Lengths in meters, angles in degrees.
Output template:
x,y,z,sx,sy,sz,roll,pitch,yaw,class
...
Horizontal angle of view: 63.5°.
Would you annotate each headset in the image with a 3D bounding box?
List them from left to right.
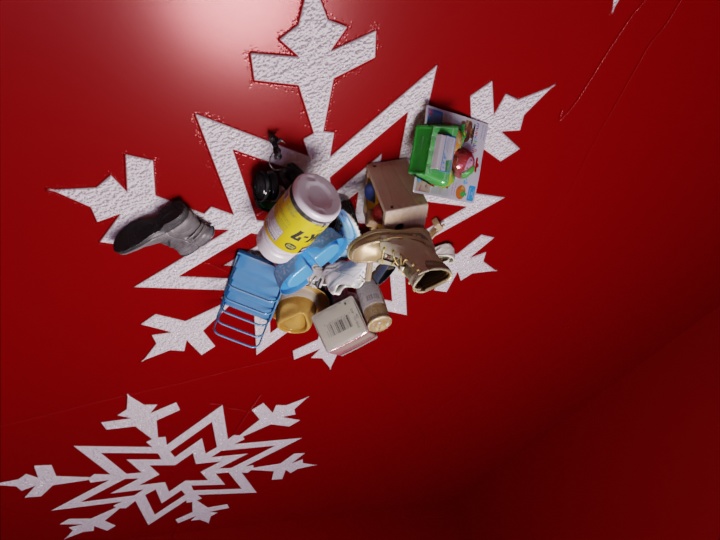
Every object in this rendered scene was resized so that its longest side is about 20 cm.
x,y,z,sx,sy,sz,roll,pitch,yaw,class
-0.177,-0.202,1.257,0.122,0.095,0.201,-16,158,-12,headset

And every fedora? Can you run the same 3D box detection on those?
x,y,z,sx,sy,sz,roll,pitch,yaw,class
-0.177,0.115,1.589,0.197,0.083,0.202,-1,144,-1,fedora

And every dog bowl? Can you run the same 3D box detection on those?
x,y,z,sx,sy,sz,roll,pitch,yaw,class
-0.122,-0.026,1.377,0.199,0.050,0.112,-40,161,-3,dog bowl

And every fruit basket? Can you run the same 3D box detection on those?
x,y,z,sx,sy,sz,roll,pitch,yaw,class
0.206,-0.252,1.291,0.198,0.093,0.188,6,98,-32,fruit basket

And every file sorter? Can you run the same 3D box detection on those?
x,y,z,sx,sy,sz,roll,pitch,yaw,class
-0.279,0.078,1.457,0.137,0.124,0.201,22,132,-7,file sorter

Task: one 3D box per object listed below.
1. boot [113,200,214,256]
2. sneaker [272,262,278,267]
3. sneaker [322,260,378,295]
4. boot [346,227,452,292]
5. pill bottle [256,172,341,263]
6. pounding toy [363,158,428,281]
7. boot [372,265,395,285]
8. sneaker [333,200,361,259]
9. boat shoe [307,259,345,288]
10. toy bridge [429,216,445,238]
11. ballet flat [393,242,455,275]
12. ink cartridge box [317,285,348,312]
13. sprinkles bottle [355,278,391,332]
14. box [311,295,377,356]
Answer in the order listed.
x,y,z,sx,sy,sz,roll,pitch,yaw,class
-0.434,-0.065,1.296,0.198,0.071,0.132,-22,148,10,boot
-0.157,-0.082,1.371,0.074,0.082,0.200,-2,146,-43,sneaker
0.000,0.000,1.458,0.198,0.081,0.070,-27,148,18,sneaker
0.082,-0.018,1.235,0.197,0.156,0.073,-8,133,-16,boot
-0.137,-0.105,1.240,0.113,0.116,0.200,11,145,-34,pill bottle
0.060,-0.116,1.358,0.140,0.186,0.201,-10,142,-12,pounding toy
0.082,-0.052,1.508,0.200,0.098,0.074,-43,159,29,boot
-0.045,-0.087,1.437,0.089,0.079,0.201,-12,142,-5,sneaker
-0.117,0.011,1.527,0.197,0.070,0.071,4,136,-25,boat shoe
0.145,-0.072,1.582,0.199,0.027,0.067,-32,144,15,toy bridge
0.174,-0.018,1.631,0.197,0.070,0.070,-20,143,1,ballet flat
-0.083,0.084,1.666,0.093,0.037,0.201,-14,144,-8,ink cartridge box
0.024,0.064,1.551,0.067,0.202,0.069,-12,143,-9,sprinkles bottle
-0.039,0.157,1.602,0.127,0.110,0.200,-27,166,4,box
